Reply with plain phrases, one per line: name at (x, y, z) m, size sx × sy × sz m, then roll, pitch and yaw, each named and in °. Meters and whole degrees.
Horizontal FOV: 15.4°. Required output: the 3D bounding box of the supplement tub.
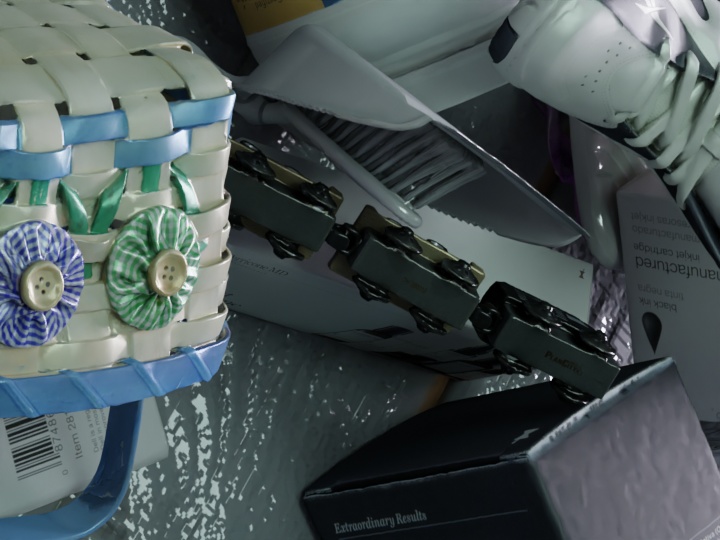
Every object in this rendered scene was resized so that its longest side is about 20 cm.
supplement tub at (0.001, -0.167, 1.128) m, size 0.144 × 0.144 × 0.201 m, roll -28°, pitch 99°, yaw -41°

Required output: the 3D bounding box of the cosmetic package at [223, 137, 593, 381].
cosmetic package at (0.000, 0.000, 1.134) m, size 0.199 × 0.082 × 0.051 m, roll 18°, pitch 69°, yaw -36°

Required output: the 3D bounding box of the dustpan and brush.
dustpan and brush at (-0.019, -0.062, 1.047) m, size 0.057 × 0.200 × 0.139 m, roll -53°, pitch 146°, yaw 3°

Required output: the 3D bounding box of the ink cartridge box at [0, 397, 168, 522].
ink cartridge box at (-0.184, 0.030, 0.964) m, size 0.199 × 0.084 × 0.147 m, roll -18°, pitch 95°, yaw -41°

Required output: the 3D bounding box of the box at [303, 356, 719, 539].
box at (0.089, 0.153, 1.135) m, size 0.104 × 0.148 × 0.201 m, roll -29°, pitch 100°, yaw -41°

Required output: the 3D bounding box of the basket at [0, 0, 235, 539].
basket at (-0.133, 0.013, 0.871) m, size 0.176 × 0.139 × 0.201 m, roll -10°, pitch 129°, yaw -43°

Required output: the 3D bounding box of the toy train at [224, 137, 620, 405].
toy train at (0.015, -0.003, 1.045) m, size 0.199 × 0.046 × 0.034 m, roll 27°, pitch 104°, yaw -20°

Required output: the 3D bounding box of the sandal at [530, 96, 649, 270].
sandal at (0.109, -0.086, 1.274) m, size 0.082 × 0.050 × 0.204 m, roll 39°, pitch 44°, yaw -46°

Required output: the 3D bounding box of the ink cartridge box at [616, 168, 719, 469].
ink cartridge box at (0.205, 0.050, 1.219) m, size 0.083 × 0.146 × 0.201 m, roll -32°, pitch 122°, yaw -44°

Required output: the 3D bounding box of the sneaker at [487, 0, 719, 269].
sneaker at (0.140, -0.058, 1.072) m, size 0.130 × 0.079 × 0.199 m, roll 51°, pitch 14°, yaw 24°
